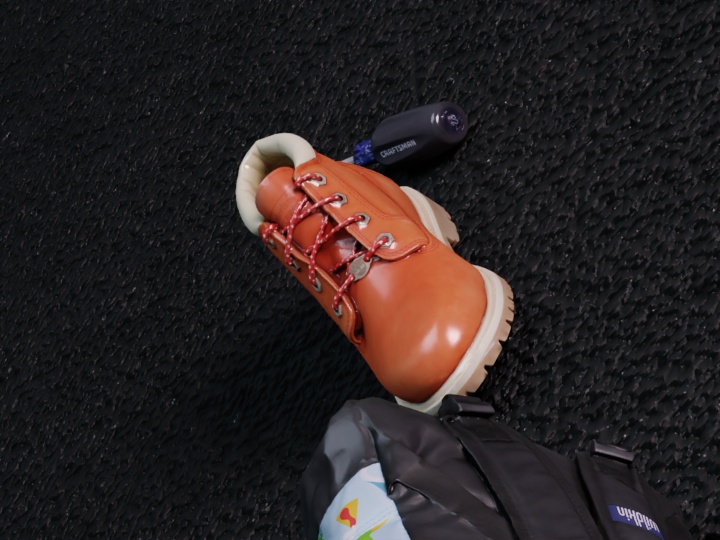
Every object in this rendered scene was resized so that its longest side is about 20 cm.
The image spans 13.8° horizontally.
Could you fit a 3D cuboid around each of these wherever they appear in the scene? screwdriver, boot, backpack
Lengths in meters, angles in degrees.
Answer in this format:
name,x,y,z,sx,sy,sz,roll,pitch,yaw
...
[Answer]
name,x,y,z,sx,sy,sz,roll,pitch,yaw
screwdriver,-0.011,-0.056,1.527,0.200,0.029,0.028,-14,50,52
boot,0.000,0.000,1.356,0.075,0.107,0.200,-54,26,9
backpack,0.064,0.152,1.016,0.154,0.163,0.200,-64,29,12
